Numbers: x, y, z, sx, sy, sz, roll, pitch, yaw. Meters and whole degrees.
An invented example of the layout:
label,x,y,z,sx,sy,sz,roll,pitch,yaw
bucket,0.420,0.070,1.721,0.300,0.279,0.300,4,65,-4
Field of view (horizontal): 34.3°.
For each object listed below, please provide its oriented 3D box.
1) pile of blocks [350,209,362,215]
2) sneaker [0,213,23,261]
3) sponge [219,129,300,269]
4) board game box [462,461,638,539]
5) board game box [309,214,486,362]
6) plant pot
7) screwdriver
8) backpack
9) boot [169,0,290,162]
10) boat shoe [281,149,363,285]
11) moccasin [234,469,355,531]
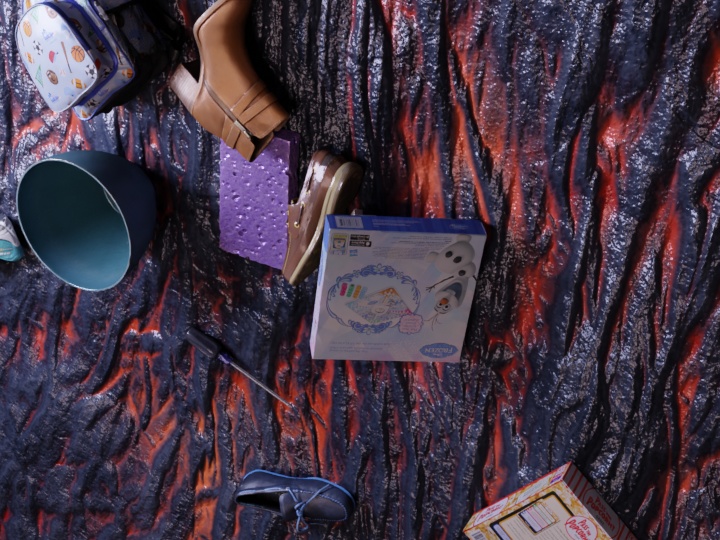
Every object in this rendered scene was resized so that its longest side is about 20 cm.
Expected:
label,x,y,z,sx,sy,sz,roll,pitch,yaw
pile of blocks,0.000,0.000,1.561,0.062,0.082,0.201,3,137,-16
sneaker,-0.628,-0.027,1.900,0.199,0.078,0.080,-13,118,35
sponge,-0.139,-0.105,1.593,0.111,0.030,0.201,17,124,21
board game box,0.262,0.370,1.613,0.152,0.046,0.200,50,129,-3
board game box,0.044,0.025,1.485,0.199,0.043,0.200,2,123,-10
plant pot,-0.369,-0.089,1.669,0.199,0.135,0.201,14,122,24
screwdriver,-0.183,0.150,1.765,0.200,0.028,0.029,36,159,7
backpack,-0.365,-0.312,1.541,0.200,0.154,0.191,-28,90,41
boot,-0.150,-0.246,1.476,0.155,0.077,0.200,45,124,9
boat shoe,-0.062,-0.071,1.545,0.067,0.072,0.201,35,122,16
moccasin,-0.104,0.365,1.811,0.199,0.068,0.081,1,116,30
